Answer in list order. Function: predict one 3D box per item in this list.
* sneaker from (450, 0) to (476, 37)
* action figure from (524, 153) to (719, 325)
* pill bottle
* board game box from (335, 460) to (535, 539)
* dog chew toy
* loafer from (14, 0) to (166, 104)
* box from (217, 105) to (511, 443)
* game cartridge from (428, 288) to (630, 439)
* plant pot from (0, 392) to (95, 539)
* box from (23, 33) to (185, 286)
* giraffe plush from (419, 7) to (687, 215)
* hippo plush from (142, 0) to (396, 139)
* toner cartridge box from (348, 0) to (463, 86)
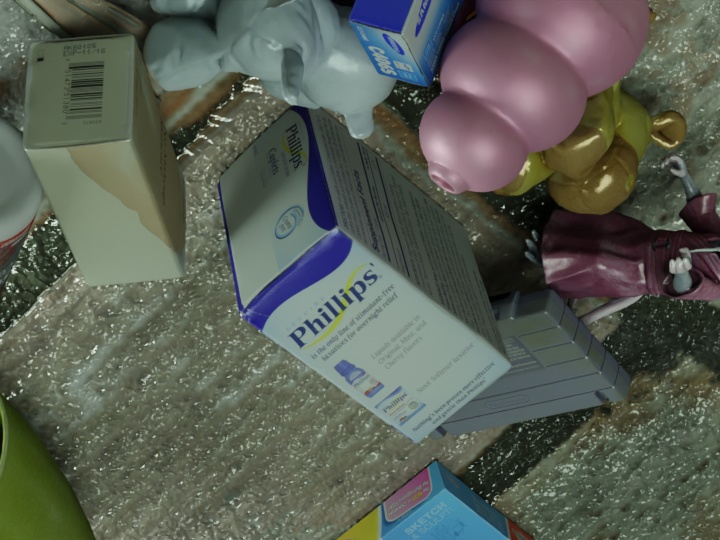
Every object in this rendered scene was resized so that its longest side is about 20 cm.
[{"bbox_3d":[0.109,-0.225,1.552,0.090,0.075,0.200,28,114,-32],"label":"sneaker"},{"bbox_3d":[0.236,0.000,1.662,0.200,0.134,0.149,5,132,24],"label":"action figure"},{"bbox_3d":[-0.309,-0.023,1.545,0.116,0.116,0.200,10,147,-18],"label":"pill bottle"},{"bbox_3d":[0.044,0.279,1.908,0.200,0.040,0.153,-40,123,16],"label":"board game box"},{"bbox_3d":[0.113,-0.140,1.469,0.125,0.124,0.200,41,79,-32],"label":"dog chew toy"},{"bbox_3d":[-0.202,-0.194,1.520,0.063,0.072,0.200,-48,128,1],"label":"loafer"},{"bbox_3d":[0.000,0.000,1.619,0.105,0.184,0.200,-41,122,18],"label":"box"},{"bbox_3d":[0.105,0.077,1.735,0.200,0.038,0.130,-15,129,36],"label":"game cartridge"},{"bbox_3d":[-0.306,0.202,1.712,0.187,0.187,0.200,-32,140,10],"label":"plant pot"},{"bbox_3d":[-0.182,-0.076,1.530,0.078,0.095,0.200,-5,153,5],"label":"box"},{"bbox_3d":[0.161,-0.113,1.613,0.200,0.172,0.162,-59,141,-20],"label":"giraffe plush"},{"bbox_3d":[-0.040,-0.186,1.510,0.161,0.200,0.160,14,88,-43],"label":"hippo plush"},{"bbox_3d":[0.055,-0.237,1.459,0.043,0.200,0.095,17,168,19],"label":"toner cartridge box"}]
